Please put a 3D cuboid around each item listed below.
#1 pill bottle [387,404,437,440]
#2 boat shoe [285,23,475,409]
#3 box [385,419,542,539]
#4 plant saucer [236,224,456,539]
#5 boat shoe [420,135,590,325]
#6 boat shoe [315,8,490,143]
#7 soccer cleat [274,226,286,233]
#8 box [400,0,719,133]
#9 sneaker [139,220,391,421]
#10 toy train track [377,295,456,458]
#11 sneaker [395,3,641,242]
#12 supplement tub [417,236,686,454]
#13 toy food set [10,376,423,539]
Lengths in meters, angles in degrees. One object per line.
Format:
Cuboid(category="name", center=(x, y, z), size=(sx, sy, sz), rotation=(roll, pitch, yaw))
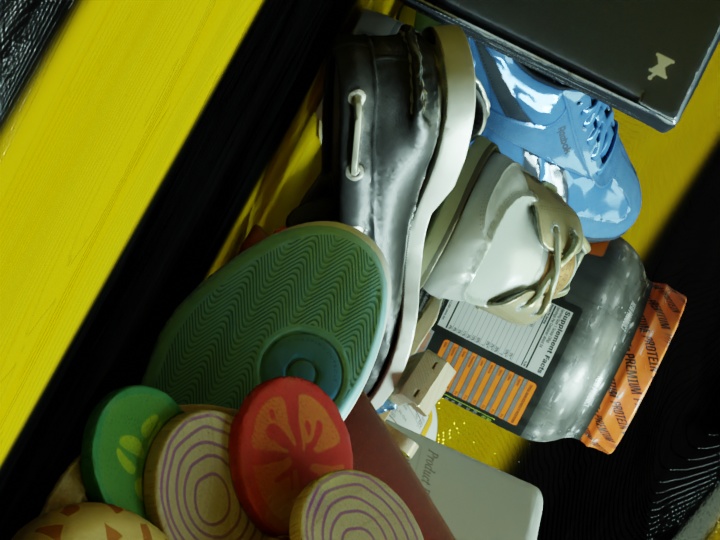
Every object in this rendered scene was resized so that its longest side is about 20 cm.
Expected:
Cuboid(category="pill bottle", center=(-0.019, 0.106, 1.692), size=(0.113, 0.112, 0.200), rotation=(-66, 176, 36))
Cuboid(category="boat shoe", center=(-0.002, -0.019, 1.200), size=(0.201, 0.060, 0.074), rotation=(106, -22, -44))
Cuboid(category="box", center=(-0.032, 0.200, 1.420), size=(0.200, 0.170, 0.201), rotation=(-73, -172, -53))
Cuboid(category="plant saucer", center=(-0.011, 0.112, 1.236), size=(0.037, 0.200, 0.200), rotation=(-24, 150, -14))
Cuboid(category="boat shoe", center=(0.069, -0.015, 1.317), size=(0.075, 0.068, 0.200), rotation=(-60, 174, 12))
Cuboid(category="boat shoe", center=(0.026, -0.079, 1.305), size=(0.072, 0.068, 0.200), rotation=(-63, 177, -5))
Cuboid(category="soccer cleat", center=(0.000, 0.000, 1.374), size=(0.200, 0.069, 0.078), rotation=(-45, 120, -67))
Cuboid(category="box", center=(0.094, -0.138, 1.244), size=(0.105, 0.147, 0.200), rotation=(-64, 177, 4))
Cuboid(category="sneaker", center=(-0.051, 0.063, 1.135), size=(0.201, 0.079, 0.131), rotation=(-55, 176, 8))
Cuboid(category="toy train track", center=(0.023, 0.061, 1.316), size=(0.115, 0.032, 0.200), rotation=(-56, -178, -8))
Cuboid(category="sneaker", center=(0.101, -0.080, 1.449), size=(0.078, 0.200, 0.066), rotation=(-14, -130, 33))
Cuboid(category="supplement tub", center=(0.068, 0.013, 1.550), size=(0.123, 0.199, 0.123), rotation=(-63, 178, -5))
Cuboid(category="toy food set", center=(-0.035, 0.132, 0.997), size=(0.049, 0.200, 0.198), rotation=(-32, -163, 43))
